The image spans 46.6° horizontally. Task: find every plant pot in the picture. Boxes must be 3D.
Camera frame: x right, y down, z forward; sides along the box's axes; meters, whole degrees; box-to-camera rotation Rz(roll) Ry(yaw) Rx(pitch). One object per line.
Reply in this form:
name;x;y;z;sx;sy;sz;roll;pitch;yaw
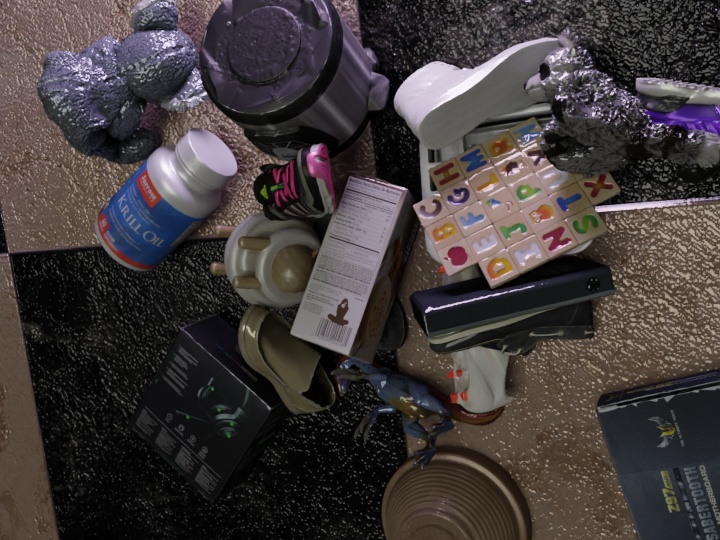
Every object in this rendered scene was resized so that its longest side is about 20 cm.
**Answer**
plant pot;0.110;0.335;1.065;0.199;0.093;0.203;5;101;23

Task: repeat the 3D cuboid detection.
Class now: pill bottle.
pill bottle;-0.261;-0.099;1.136;0.200;0.112;0.113;-41;83;26

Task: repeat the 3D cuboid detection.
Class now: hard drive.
hard drive;0.157;0.025;0.913;0.198;0.140;0.033;-13;96;-1

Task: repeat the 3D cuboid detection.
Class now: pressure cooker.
pressure cooker;-0.072;-0.223;0.981;0.178;0.200;0.176;-41;71;6

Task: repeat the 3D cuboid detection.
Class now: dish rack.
dish rack;0.170;-0.097;0.965;0.198;0.043;0.173;-5;86;25

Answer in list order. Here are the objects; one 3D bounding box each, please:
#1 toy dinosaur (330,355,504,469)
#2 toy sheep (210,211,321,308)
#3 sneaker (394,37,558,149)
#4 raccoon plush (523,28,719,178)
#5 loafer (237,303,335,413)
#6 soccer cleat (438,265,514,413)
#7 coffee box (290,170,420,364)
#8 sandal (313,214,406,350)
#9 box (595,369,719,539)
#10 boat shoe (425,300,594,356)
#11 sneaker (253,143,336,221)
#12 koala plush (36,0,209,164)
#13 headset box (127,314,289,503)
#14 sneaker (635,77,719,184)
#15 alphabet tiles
toy dinosaur;0.047;0.166;1.084;0.182;0.198;0.106;53;137;45
toy sheep;-0.115;-0.015;1.070;0.200;0.137;0.139;30;118;58
sneaker;0.133;-0.221;0.952;0.199;0.116;0.074;-26;127;-5
raccoon plush;0.267;-0.169;0.865;0.198;0.135;0.097;15;150;4
loafer;-0.088;0.114;1.072;0.068;0.076;0.201;-1;141;29
soccer cleat;0.141;0.071;1.019;0.069;0.077;0.202;160;106;-68
coffee box;0.000;0.000;0.996;0.079;0.114;0.202;18;83;16
sandal;-0.009;0.017;1.079;0.075;0.048;0.202;-30;87;26
box;0.373;0.223;0.944;0.157;0.051;0.202;-17;93;28
boat shoe;0.174;0.070;0.955;0.198;0.072;0.068;-13;104;-9
sneaker;-0.078;-0.094;0.957;0.087;0.200;0.075;-7;87;-8
koala plush;-0.298;-0.252;1.102;0.198;0.184;0.179;-20;92;15
headset box;-0.203;0.187;1.177;0.174;0.093;0.201;37;113;14
sneaker;0.375;-0.135;0.865;0.199;0.069;0.100;19;110;28
alphabet tiles;0.163;-0.076;0.893;0.199;0.006;0.167;-26;59;4
